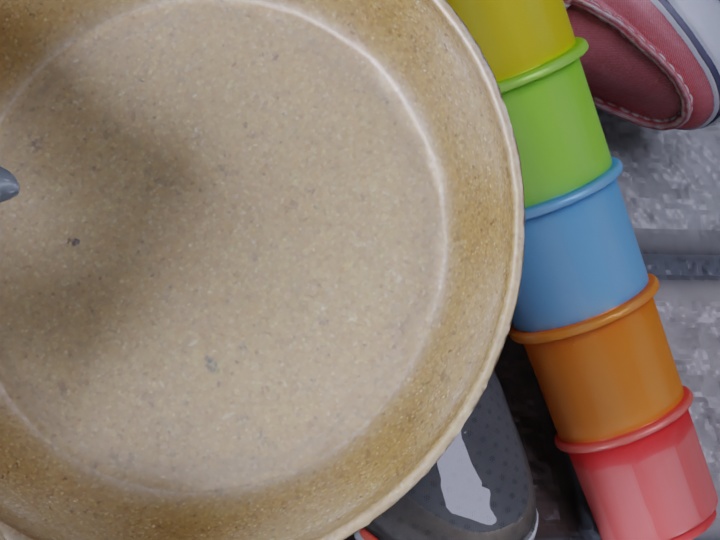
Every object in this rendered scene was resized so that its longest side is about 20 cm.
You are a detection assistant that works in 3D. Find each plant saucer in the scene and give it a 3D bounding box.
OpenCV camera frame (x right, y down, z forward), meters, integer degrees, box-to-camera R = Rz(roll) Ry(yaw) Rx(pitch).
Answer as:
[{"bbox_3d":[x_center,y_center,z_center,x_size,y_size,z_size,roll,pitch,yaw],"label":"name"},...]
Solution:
[{"bbox_3d":[-0.049,-0.010,0.697,0.199,0.035,0.202,-2,81,10],"label":"plant saucer"}]

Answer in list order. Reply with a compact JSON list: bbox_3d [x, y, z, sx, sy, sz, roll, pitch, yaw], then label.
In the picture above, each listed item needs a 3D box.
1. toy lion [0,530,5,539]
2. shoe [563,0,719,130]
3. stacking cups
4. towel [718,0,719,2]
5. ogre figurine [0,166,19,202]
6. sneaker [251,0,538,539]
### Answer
[{"bbox_3d":[-0.172,0.146,0.602,0.191,0.069,0.201,-12,73,-23],"label":"toy lion"},{"bbox_3d":[0.030,-0.091,0.805,0.200,0.072,0.091,36,58,-2],"label":"shoe"},{"bbox_3d":[0.062,-0.008,0.759,0.060,0.060,0.201,-30,108,-34],"label":"stacking cups"},{"bbox_3d":[0.156,-0.170,0.900,0.171,0.048,0.200,48,52,-14],"label":"towel"},{"bbox_3d":[-0.176,-0.007,0.636,0.119,0.099,0.200,26,34,28],"label":"ogre figurine"},{"bbox_3d":[0.000,0.000,0.736,0.077,0.082,0.201,-24,79,-33],"label":"sneaker"}]
